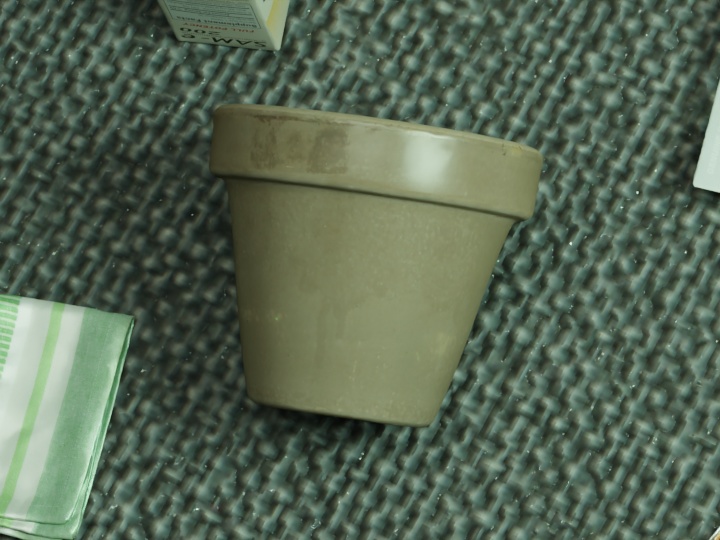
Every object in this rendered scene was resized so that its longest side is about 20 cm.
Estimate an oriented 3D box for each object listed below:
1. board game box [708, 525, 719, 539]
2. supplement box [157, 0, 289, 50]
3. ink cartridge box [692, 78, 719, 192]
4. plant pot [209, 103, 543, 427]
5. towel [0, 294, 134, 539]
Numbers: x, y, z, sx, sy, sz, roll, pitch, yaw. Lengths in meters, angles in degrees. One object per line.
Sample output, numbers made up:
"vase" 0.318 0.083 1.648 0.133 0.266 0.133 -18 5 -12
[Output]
"board game box" 0.328 0.164 1.697 0.200 0.026 0.200 38 78 17
"supplement box" -0.089 -0.235 1.786 0.073 0.200 0.126 7 72 12
"ink cartridge box" 0.323 -0.096 1.784 0.199 0.057 0.163 11 72 18
"plant pot" 0.000 0.000 1.714 0.200 0.200 0.175 8 88 8
"towel" -0.254 0.081 1.785 0.199 0.023 0.153 10 71 9
